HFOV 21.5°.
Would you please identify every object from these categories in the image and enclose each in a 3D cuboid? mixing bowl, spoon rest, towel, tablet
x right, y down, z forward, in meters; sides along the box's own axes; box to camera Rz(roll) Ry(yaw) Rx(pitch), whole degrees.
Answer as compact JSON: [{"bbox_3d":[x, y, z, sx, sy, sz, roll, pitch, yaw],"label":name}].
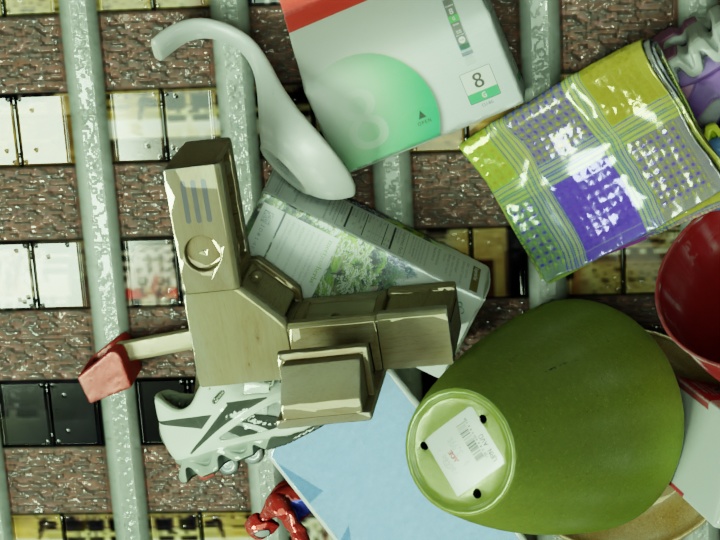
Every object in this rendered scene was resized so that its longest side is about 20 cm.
[{"bbox_3d":[0.340,0.033,1.467,0.199,0.201,0.109,-21,131,12],"label":"mixing bowl"},{"bbox_3d":[-0.075,-0.131,1.498,0.200,0.099,0.061,42,81,6],"label":"spoon rest"},{"bbox_3d":[0.184,-0.082,1.477,0.199,0.023,0.144,-26,99,37],"label":"towel"},{"bbox_3d":[0.030,0.187,1.557,0.130,0.014,0.200,-39,90,12],"label":"tablet"}]

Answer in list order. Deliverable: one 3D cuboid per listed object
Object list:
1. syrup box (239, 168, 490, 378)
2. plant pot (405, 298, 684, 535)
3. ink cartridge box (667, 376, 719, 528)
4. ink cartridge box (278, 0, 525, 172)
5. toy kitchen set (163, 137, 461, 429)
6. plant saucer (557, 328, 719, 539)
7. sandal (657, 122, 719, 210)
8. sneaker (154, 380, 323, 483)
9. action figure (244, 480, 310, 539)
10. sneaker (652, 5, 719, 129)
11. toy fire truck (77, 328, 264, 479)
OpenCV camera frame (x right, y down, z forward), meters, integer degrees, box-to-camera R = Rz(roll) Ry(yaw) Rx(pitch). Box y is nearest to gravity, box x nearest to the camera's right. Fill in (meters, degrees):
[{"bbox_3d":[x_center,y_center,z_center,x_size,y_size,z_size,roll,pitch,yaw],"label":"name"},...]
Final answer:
[{"bbox_3d":[0.000,0.000,1.531,0.199,0.082,0.079,26,110,-3],"label":"syrup box"},{"bbox_3d":[0.123,0.122,1.442,0.186,0.199,0.189,2,94,32],"label":"plant pot"},{"bbox_3d":[0.351,0.157,1.485,0.198,0.144,0.084,12,100,-14],"label":"ink cartridge box"},{"bbox_3d":[0.021,-0.197,1.485,0.160,0.050,0.201,-21,106,12],"label":"ink cartridge box"},{"bbox_3d":[-0.039,0.003,1.407,0.198,0.163,0.182,-6,108,9],"label":"toy kitchen set"},{"bbox_3d":[0.217,0.137,1.577,0.198,0.035,0.202,2,107,6],"label":"plant saucer"},{"bbox_3d":[0.319,-0.076,1.454,0.199,0.079,0.088,-20,64,24],"label":"sandal"},{"bbox_3d":[-0.081,0.097,1.522,0.199,0.074,0.089,-24,98,17],"label":"sneaker"},{"bbox_3d":[-0.002,0.196,1.602,0.199,0.065,0.099,-28,94,14],"label":"action figure"},{"bbox_3d":[0.319,-0.174,1.450,0.199,0.081,0.089,-28,110,19],"label":"sneaker"},{"bbox_3d":[-0.120,0.096,1.592,0.199,0.049,0.142,-25,103,12],"label":"toy fire truck"}]
